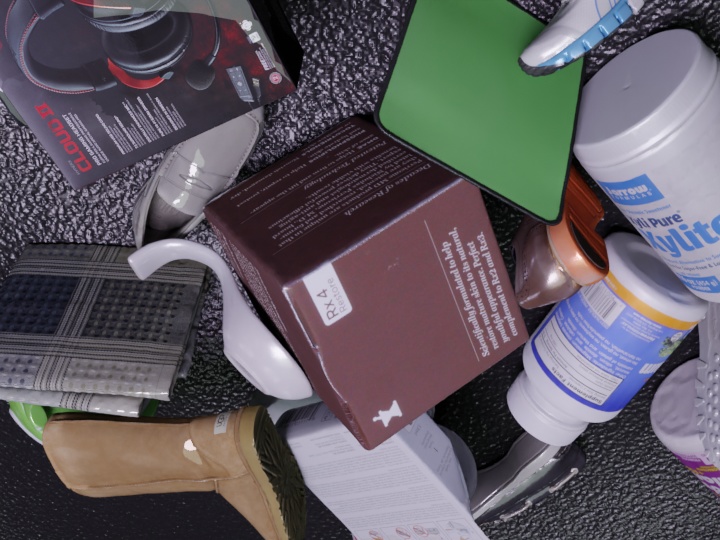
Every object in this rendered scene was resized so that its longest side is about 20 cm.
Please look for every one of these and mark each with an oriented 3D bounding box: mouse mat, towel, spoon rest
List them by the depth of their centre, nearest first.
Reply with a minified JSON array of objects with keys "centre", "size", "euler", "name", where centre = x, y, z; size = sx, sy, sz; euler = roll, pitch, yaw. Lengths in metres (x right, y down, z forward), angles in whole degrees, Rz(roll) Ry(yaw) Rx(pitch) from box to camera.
[{"centre":[0.098,-0.141,0.671],"size":[0.160,0.201,0.008],"euler":[27,146,-14],"name":"mouse mat"},{"centre":[-0.111,0.037,0.766],"size":[0.200,0.061,0.100],"euler":[39,163,17],"name":"spoon rest"},{"centre":[-0.244,0.048,0.816],"size":[0.198,0.193,0.035],"euler":[3,131,3],"name":"towel"}]

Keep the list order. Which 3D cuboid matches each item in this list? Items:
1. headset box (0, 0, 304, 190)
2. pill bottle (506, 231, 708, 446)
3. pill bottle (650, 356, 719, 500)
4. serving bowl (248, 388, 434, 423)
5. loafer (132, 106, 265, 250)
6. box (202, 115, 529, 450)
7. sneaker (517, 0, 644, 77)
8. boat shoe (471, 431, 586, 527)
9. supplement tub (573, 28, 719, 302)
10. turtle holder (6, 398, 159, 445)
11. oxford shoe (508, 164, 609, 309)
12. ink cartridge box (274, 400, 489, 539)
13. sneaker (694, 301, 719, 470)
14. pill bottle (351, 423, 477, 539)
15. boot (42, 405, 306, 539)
[{"centre":[-0.159,-0.156,0.590],"size":[0.199,0.075,0.149],"euler":[-20,121,14],"name":"headset box"},{"centre":[0.225,0.072,0.847],"size":[0.111,0.112,0.201],"euler":[23,122,-11],"name":"pill bottle"},{"centre":[0.397,0.186,0.910],"size":[0.112,0.113,0.200],"euler":[-38,113,25],"name":"pill bottle"},{"centre":[-0.027,0.139,0.919],"size":[0.198,0.066,0.201],"euler":[-10,139,-8],"name":"serving bowl"},{"centre":[-0.142,-0.080,0.769],"size":[0.070,0.070,0.200],"euler":[22,139,-24],"name":"loafer"},{"centre":[0.000,0.000,0.730],"size":[0.164,0.200,0.167],"euler":[-32,122,-13],"name":"box"},{"centre":[0.185,-0.232,0.668],"size":[0.200,0.075,0.087],"euler":[-43,100,3],"name":"sneaker"},{"centre":[0.163,0.246,0.993],"size":[0.060,0.074,0.200],"euler":[40,109,-15],"name":"boat shoe"},{"centre":[0.275,-0.081,0.732],"size":[0.132,0.132,0.200],"euler":[-38,114,25],"name":"supplement tub"},{"centre":[-0.299,0.112,0.887],"size":[0.184,0.142,0.131],"euler":[10,168,-33],"name":"turtle holder"},{"centre":[0.151,-0.041,0.726],"size":[0.073,0.200,0.071],"euler":[-38,104,28],"name":"oxford shoe"},{"centre":[0.031,0.196,0.808],"size":[0.162,0.057,0.200],"euler":[-22,119,44],"name":"ink cartridge box"},{"centre":[0.357,0.087,0.810],"size":[0.080,0.202,0.076],"euler":[13,162,-9],"name":"sneaker"},{"centre":[0.048,0.253,0.941],"size":[0.108,0.109,0.201],"euler":[10,138,-3],"name":"pill bottle"},{"centre":[-0.160,0.188,0.803],"size":[0.198,0.066,0.176],"euler":[-7,121,16],"name":"boot"}]
